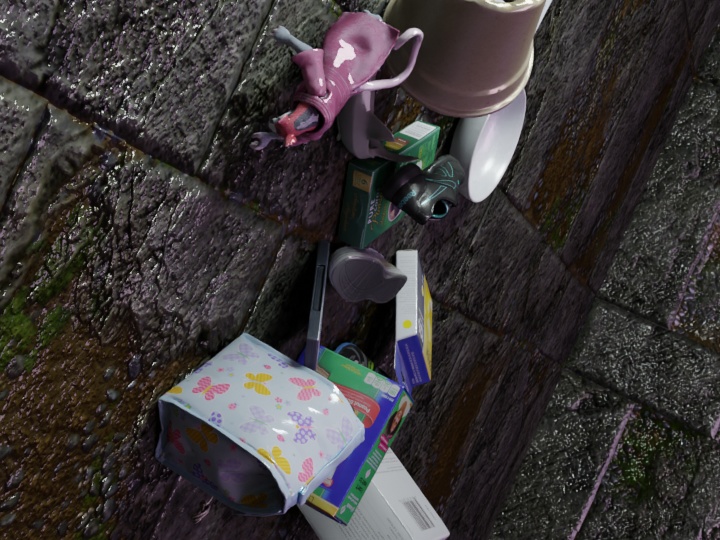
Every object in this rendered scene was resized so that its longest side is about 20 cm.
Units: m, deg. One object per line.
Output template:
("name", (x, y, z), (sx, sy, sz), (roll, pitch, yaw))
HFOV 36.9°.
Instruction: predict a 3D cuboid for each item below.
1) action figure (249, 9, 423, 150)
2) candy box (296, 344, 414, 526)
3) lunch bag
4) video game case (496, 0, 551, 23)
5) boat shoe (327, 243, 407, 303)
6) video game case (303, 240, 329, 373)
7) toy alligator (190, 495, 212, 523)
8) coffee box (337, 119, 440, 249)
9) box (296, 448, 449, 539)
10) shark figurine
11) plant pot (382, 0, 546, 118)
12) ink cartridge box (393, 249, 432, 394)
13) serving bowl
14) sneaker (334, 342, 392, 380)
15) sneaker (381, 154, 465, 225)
("action figure", (-0.035, -0.186, 1.157), (0.135, 0.147, 0.201), (101, 11, -45))
("candy box", (-0.046, 0.225, 1.506), (0.202, 0.168, 0.077), (-61, 153, -12))
("lunch bag", (-0.117, 0.194, 1.270), (0.169, 0.198, 0.129), (-40, 147, -48))
("video game case", (0.198, -0.408, 1.492), (0.182, 0.022, 0.202), (35, 78, -35))
("boat shoe", (0.001, -0.001, 1.543), (0.075, 0.065, 0.201), (-50, 156, 13))
("video game case", (-0.060, 0.078, 1.400), (0.201, 0.019, 0.144), (-87, -176, -53))
("toy alligator", (-0.167, 0.238, 1.404), (0.200, 0.059, 0.055), (-47, 110, -37))
("coffee box", (0.041, -0.125, 1.515), (0.200, 0.044, 0.124), (-40, 147, -49))
("box", (0.018, 0.395, 1.749), (0.130, 0.201, 0.199), (-41, 162, 10))
("shark figurine", (0.015, -0.175, 1.349), (0.129, 0.089, 0.215), (-55, 154, -21))
("plant pot", (0.135, -0.310, 1.259), (0.202, 0.199, 0.184), (-56, 178, -21))
("ink cartridge box", (0.087, 0.101, 1.743), (0.198, 0.046, 0.203), (71, 17, -62))
("serving bowl", (0.196, -0.215, 1.749), (0.200, 0.065, 0.202), (-50, 154, -36))
("sneaker", (0.008, 0.170, 1.665), (0.071, 0.082, 0.199), (-55, 143, -1))
("sneaker", (0.099, -0.104, 1.486), (0.076, 0.079, 0.199), (-49, 166, 29))
